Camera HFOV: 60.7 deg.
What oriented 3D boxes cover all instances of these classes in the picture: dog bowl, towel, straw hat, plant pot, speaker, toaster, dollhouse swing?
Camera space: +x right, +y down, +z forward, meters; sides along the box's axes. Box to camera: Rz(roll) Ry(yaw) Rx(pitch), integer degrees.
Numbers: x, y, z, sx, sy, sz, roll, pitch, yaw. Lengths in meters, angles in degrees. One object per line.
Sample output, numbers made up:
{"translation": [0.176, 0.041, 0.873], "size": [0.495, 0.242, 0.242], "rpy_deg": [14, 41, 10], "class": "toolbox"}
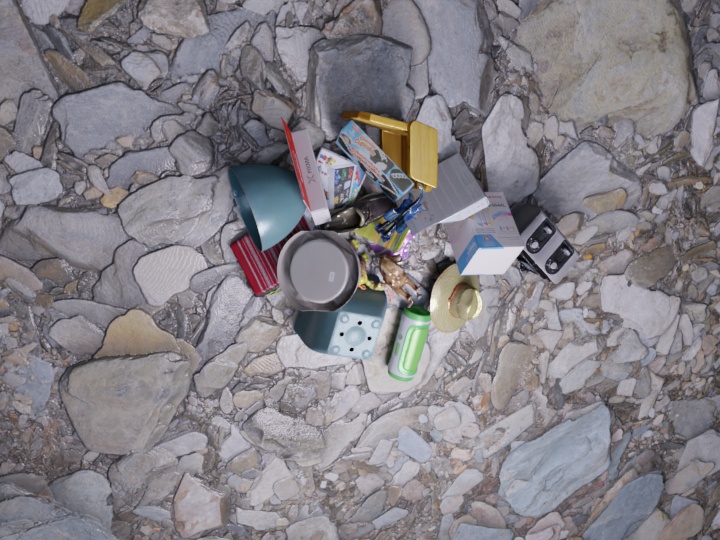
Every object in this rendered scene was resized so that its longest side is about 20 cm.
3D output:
{"translation": [-0.090, 0.001, 1.420], "size": [0.199, 0.059, 0.201], "rpy_deg": [1, 94, 17], "class": "dog bowl"}
{"translation": [-0.203, -0.046, 1.488], "size": [0.200, 0.022, 0.145], "rpy_deg": [-29, 88, 6], "class": "towel"}
{"translation": [0.284, 0.087, 1.662], "size": [0.201, 0.085, 0.202], "rpy_deg": [-12, 111, -33], "class": "straw hat"}
{"translation": [-0.036, 0.124, 1.552], "size": [0.195, 0.200, 0.197], "rpy_deg": [11, 108, -21], "class": "plant pot"}
{"translation": [-0.202, -0.161, 1.400], "size": [0.134, 0.200, 0.201], "rpy_deg": [-23, 116, -16], "class": "plant pot"}
{"translation": [0.134, 0.201, 1.697], "size": [0.088, 0.088, 0.201], "rpy_deg": [8, 108, -19], "class": "speaker"}
{"translation": [0.459, -0.074, 1.638], "size": [0.119, 0.200, 0.181], "rpy_deg": [-46, 109, 0], "class": "toaster"}
{"translation": [0.058, -0.275, 1.415], "size": [0.175, 0.200, 0.182], "rpy_deg": [-6, 106, -18], "class": "dollhouse swing"}
{"translation": [0.022, -0.122, 1.529], "size": [0.200, 0.018, 0.086], "rpy_deg": [25, 98, 1], "class": "towel"}

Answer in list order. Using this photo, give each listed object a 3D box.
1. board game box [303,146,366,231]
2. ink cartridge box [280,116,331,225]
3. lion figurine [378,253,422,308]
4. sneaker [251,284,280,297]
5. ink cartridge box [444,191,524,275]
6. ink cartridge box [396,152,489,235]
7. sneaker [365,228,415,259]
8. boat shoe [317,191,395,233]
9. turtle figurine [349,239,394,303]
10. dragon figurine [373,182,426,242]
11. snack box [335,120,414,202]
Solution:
{"translation": [-0.077, -0.183, 1.496], "size": [0.126, 0.035, 0.200], "rpy_deg": [24, 103, -8], "class": "board game box"}
{"translation": [-0.116, -0.220, 1.361], "size": [0.045, 0.176, 0.201], "rpy_deg": [-16, 77, 0], "class": "ink cartridge box"}
{"translation": [0.099, 0.031, 1.598], "size": [0.122, 0.200, 0.072], "rpy_deg": [41, 76, 15], "class": "lion figurine"}
{"translation": [-0.192, -0.005, 1.538], "size": [0.200, 0.075, 0.077], "rpy_deg": [-36, 86, 2], "class": "sneaker"}
{"translation": [0.306, -0.105, 1.569], "size": [0.128, 0.201, 0.125], "rpy_deg": [-2, 148, -17], "class": "ink cartridge box"}
{"translation": [0.195, -0.182, 1.530], "size": [0.200, 0.163, 0.057], "rpy_deg": [-30, 146, 11], "class": "ink cartridge box"}
{"translation": [0.122, -0.096, 1.590], "size": [0.200, 0.073, 0.114], "rpy_deg": [-30, 120, 8], "class": "sneaker"}
{"translation": [-0.002, -0.129, 1.468], "size": [0.199, 0.065, 0.073], "rpy_deg": [-23, 114, -8], "class": "boat shoe"}
{"translation": [0.000, 0.000, 1.533], "size": [0.200, 0.161, 0.064], "rpy_deg": [39, 108, -22], "class": "turtle figurine"}
{"translation": [0.095, -0.127, 1.436], "size": [0.099, 0.200, 0.059], "rpy_deg": [-42, 91, -22], "class": "dragon figurine"}
{"translation": [0.030, -0.247, 1.410], "size": [0.200, 0.116, 0.037], "rpy_deg": [45, 81, -4], "class": "snack box"}
